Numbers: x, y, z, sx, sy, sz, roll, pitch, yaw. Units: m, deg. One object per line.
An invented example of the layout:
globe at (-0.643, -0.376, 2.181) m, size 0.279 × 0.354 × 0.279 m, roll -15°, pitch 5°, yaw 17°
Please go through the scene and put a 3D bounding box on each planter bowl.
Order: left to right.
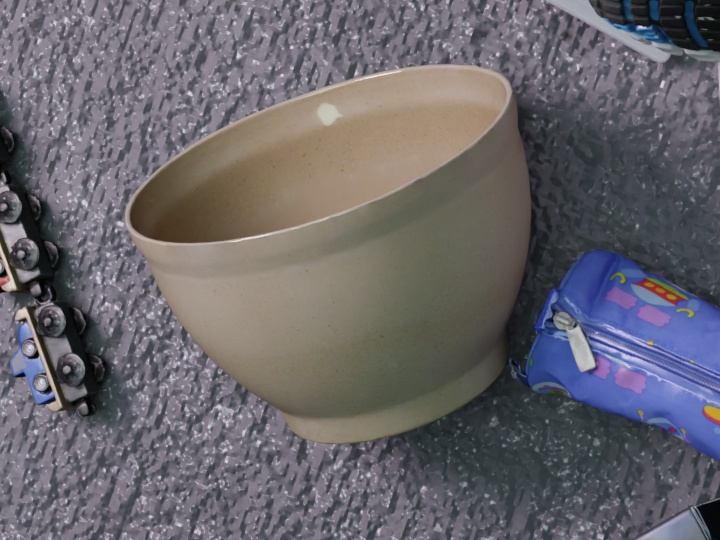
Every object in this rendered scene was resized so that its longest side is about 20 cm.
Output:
planter bowl at (0.000, 0.000, 1.399) m, size 0.199 × 0.200 × 0.136 m, roll -14°, pitch 111°, yaw 16°

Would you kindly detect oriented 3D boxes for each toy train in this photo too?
toy train at (-0.190, -0.011, 1.526) m, size 0.046 × 0.034 × 0.201 m, roll -26°, pitch 80°, yaw 18°

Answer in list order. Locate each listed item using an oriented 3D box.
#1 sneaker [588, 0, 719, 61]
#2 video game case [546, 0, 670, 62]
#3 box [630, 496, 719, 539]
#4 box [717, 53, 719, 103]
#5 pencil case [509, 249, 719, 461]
sneaker at (0.192, -0.142, 1.195) m, size 0.198 × 0.075 × 0.087 m, roll -4°, pitch 71°, yaw 15°
video game case at (0.123, -0.229, 1.388) m, size 0.181 × 0.023 × 0.201 m, roll 26°, pitch 98°, yaw -22°
box at (0.124, 0.223, 1.382) m, size 0.199 × 0.107 × 0.149 m, roll -32°, pitch 80°, yaw 15°
box at (0.261, -0.074, 1.300) m, size 0.170 × 0.200 × 0.201 m, roll -4°, pitch 87°, yaw 16°
pencil case at (0.171, 0.057, 1.365) m, size 0.199 × 0.087 × 0.079 m, roll 26°, pitch 97°, yaw 28°
